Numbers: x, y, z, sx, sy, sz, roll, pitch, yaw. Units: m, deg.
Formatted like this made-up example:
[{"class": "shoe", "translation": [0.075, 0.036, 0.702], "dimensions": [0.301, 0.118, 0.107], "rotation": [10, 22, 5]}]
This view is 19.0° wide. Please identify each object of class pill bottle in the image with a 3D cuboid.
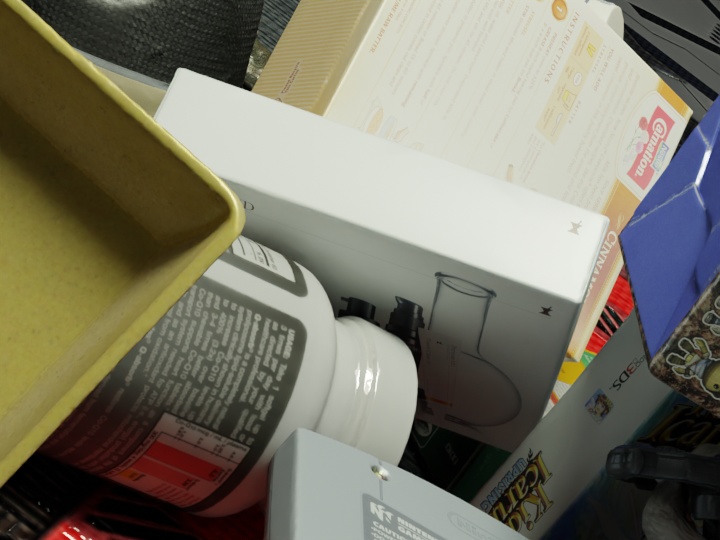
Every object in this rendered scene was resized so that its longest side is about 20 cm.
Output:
[{"class": "pill bottle", "translation": [-0.082, 0.034, 0.886], "dimensions": [0.199, 0.116, 0.116], "rotation": [26, 23, -26]}]

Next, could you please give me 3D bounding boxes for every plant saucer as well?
[{"class": "plant saucer", "translation": [-0.173, -0.006, 0.774], "dimensions": [0.200, 0.200, 0.048], "rotation": [42, -9, 12]}]

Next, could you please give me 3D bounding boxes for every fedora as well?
[{"class": "fedora", "translation": [-0.120, -0.141, 1.119], "dimensions": [0.200, 0.092, 0.201], "rotation": [24, 14, -6]}]

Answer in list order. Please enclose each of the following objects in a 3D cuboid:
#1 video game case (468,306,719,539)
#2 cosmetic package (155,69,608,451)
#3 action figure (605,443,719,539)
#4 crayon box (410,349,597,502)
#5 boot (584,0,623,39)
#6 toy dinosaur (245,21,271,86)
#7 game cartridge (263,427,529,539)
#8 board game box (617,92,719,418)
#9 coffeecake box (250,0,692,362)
[{"class": "video game case", "translation": [0.148, 0.096, 1.019], "dimensions": [0.199, 0.182, 0.046], "rotation": [9, 34, -49]}, {"class": "cosmetic package", "translation": [0.000, 0.000, 0.974], "dimensions": [0.199, 0.151, 0.052], "rotation": [19, 58, 6]}, {"class": "action figure", "translation": [0.183, 0.143, 0.928], "dimensions": [0.199, 0.194, 0.105], "rotation": [8, 63, -15]}, {"class": "crayon box", "translation": [0.108, 0.088, 1.158], "dimensions": [0.199, 0.052, 0.126], "rotation": [20, 26, -34]}, {"class": "boot", "translation": [0.087, -0.066, 1.232], "dimensions": [0.090, 0.201, 0.073], "rotation": [8, -24, 20]}, {"class": "toy dinosaur", "translation": [-0.096, -0.138, 1.310], "dimensions": [0.200, 0.077, 0.102], "rotation": [34, -7, 20]}, {"class": "game cartridge", "translation": [0.048, 0.142, 0.834], "dimensions": [0.199, 0.041, 0.134], "rotation": [32, 24, -14]}, {"class": "board game box", "translation": [0.216, 0.026, 0.868], "dimensions": [0.199, 0.097, 0.160], "rotation": [32, 18, -9]}, {"class": "coffeecake box", "translation": [0.054, -0.071, 1.057], "dimensions": [0.200, 0.154, 0.073], "rotation": [39, -22, -32]}]
